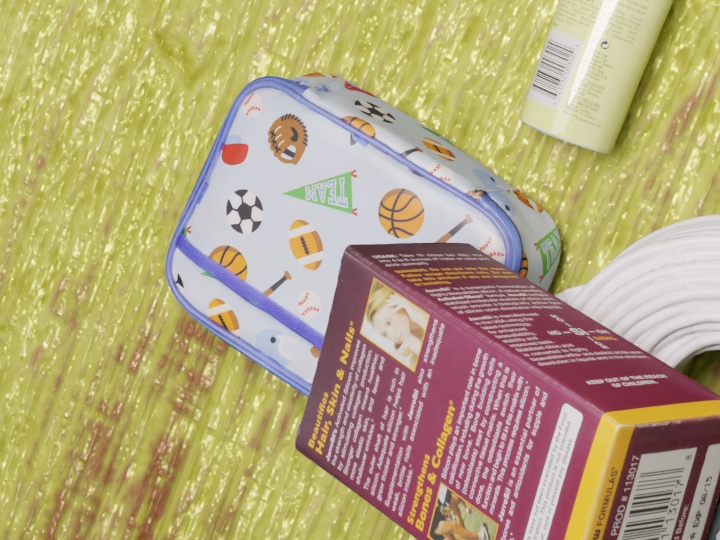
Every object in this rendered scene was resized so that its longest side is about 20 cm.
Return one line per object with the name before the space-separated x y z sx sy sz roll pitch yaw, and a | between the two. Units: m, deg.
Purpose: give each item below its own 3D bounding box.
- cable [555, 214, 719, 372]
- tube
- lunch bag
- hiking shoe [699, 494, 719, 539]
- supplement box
cable | 0.185 0.072 1.237 0.200 0.069 0.201 -31 80 25
tube | 0.138 -0.159 1.259 0.058 0.052 0.201 16 100 -18
lunch bag | 0.000 0.000 1.321 0.200 0.075 0.161 35 110 21
hiking shoe | 0.185 0.160 1.177 0.086 0.074 0.201 29 119 10
supplement box | 0.069 0.074 1.167 0.200 0.085 0.111 33 116 44
